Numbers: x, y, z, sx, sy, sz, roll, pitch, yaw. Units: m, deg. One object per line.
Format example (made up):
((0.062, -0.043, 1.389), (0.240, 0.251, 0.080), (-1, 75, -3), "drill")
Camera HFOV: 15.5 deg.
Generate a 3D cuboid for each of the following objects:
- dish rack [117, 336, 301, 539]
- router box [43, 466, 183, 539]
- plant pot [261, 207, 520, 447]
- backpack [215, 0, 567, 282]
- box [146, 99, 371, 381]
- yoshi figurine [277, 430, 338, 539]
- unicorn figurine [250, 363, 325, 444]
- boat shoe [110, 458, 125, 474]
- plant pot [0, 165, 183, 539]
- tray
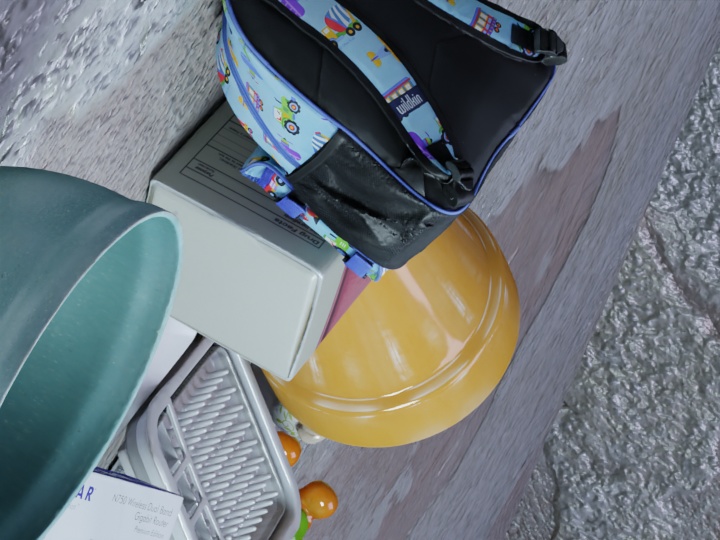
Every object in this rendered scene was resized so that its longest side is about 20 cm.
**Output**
((-0.109, 0.145, 1.870), (0.172, 0.043, 0.200), (68, 22, -15), "dish rack")
((-0.202, 0.204, 1.624), (0.200, 0.049, 0.180), (26, 83, -65), "router box")
((0.000, 0.000, 1.910), (0.200, 0.200, 0.183), (-58, 152, -18), "plant pot")
((-0.005, -0.119, 1.604), (0.135, 0.200, 0.183), (-45, -172, 50), "backpack")
((-0.042, -0.047, 1.720), (0.200, 0.128, 0.109), (-50, 164, -42), "box")
((-0.090, 0.218, 2.204), (0.200, 0.112, 0.112), (-46, 145, -47), "yoshi figurine")
((-0.057, 0.093, 2.053), (0.137, 0.074, 0.200), (-52, -167, -10), "unicorn figurine")
((-0.128, 0.154, 1.958), (0.070, 0.066, 0.200), (-64, 168, 9), "boat shoe")
((-0.191, 0.031, 1.238), (0.200, 0.134, 0.200), (-58, 168, -19), "plant pot")
((-0.161, 0.071, 1.738), (0.200, 0.022, 0.107), (-53, 165, -37), "tray")
